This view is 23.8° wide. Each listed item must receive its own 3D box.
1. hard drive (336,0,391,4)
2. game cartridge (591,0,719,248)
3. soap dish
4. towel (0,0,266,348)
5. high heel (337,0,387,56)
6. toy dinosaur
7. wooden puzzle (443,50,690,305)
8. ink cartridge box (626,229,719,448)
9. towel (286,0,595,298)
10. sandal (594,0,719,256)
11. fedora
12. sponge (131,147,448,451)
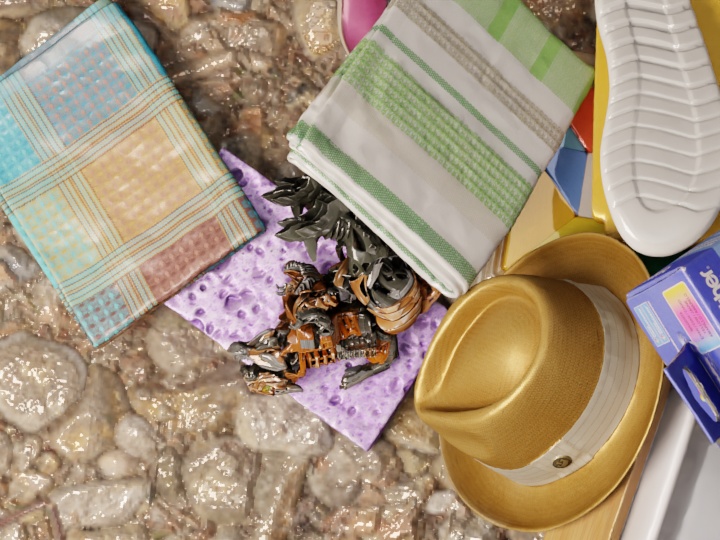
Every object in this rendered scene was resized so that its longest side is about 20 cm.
[{"bbox_3d":[0.064,-0.247,1.174,0.199,0.025,0.132,-30,87,0],"label":"hard drive"},{"bbox_3d":[0.250,-0.102,1.103,0.199,0.032,0.177,1,84,18],"label":"game cartridge"},{"bbox_3d":[0.187,0.159,1.089,0.081,0.157,0.201,18,87,40],"label":"soap dish"},{"bbox_3d":[-0.174,-0.068,1.154,0.146,0.022,0.200,-35,78,4],"label":"towel"},{"bbox_3d":[0.036,-0.142,1.127,0.096,0.067,0.201,-1,113,6],"label":"high heel"},{"bbox_3d":[0.000,0.000,1.113,0.200,0.102,0.136,-38,112,-19],"label":"toy dinosaur"},{"bbox_3d":[0.166,-0.052,1.155,0.199,0.037,0.186,9,87,2],"label":"wooden puzzle"},{"bbox_3d":[0.251,0.031,0.988,0.200,0.076,0.137,-32,87,-22],"label":"ink cartridge box"},{"bbox_3d":[0.054,-0.099,1.081,0.149,0.031,0.200,42,60,-14],"label":"towel"},{"bbox_3d":[0.190,-0.101,1.084,0.082,0.050,0.204,-1,71,3],"label":"sandal"},{"bbox_3d":[0.096,0.062,1.059,0.082,0.200,0.202,18,87,-35],"label":"fedora"},{"bbox_3d":[-0.044,0.020,1.160,0.200,0.030,0.112,36,88,4],"label":"sponge"}]
